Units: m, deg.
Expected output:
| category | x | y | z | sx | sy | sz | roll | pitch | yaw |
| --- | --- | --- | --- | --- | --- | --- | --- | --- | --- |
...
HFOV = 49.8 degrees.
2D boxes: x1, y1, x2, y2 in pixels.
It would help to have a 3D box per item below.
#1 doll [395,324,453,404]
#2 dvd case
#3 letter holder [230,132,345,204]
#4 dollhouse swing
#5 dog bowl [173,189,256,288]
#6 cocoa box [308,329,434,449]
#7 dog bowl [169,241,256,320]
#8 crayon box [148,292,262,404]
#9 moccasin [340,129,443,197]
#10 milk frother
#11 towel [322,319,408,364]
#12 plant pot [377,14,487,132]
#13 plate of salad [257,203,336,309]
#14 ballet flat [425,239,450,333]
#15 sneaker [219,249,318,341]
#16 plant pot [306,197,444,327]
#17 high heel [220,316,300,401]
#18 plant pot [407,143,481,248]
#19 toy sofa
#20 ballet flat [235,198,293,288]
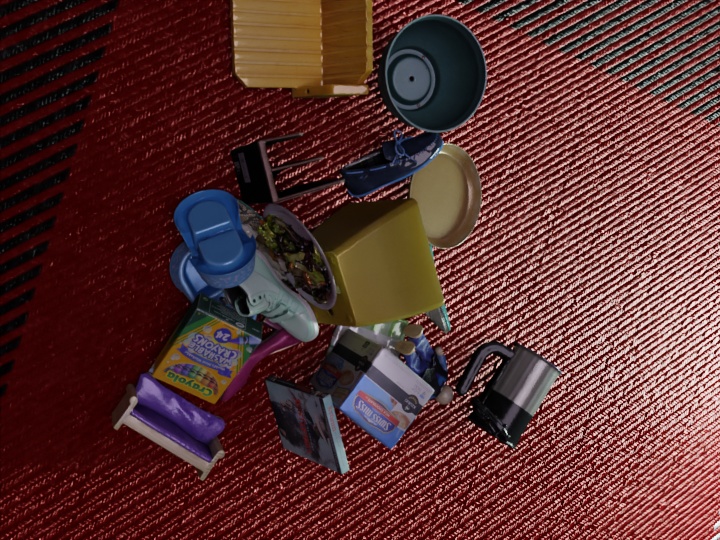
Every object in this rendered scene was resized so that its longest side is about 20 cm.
| category | x | y | z | sx | sy | sz | roll | pitch | yaw |
| --- | --- | --- | --- | --- | --- | --- | --- | --- | --- |
| doll | 0.131 | 0.201 | 1.536 | 0.201 | 0.048 | 0.137 | 56 | 51 | -38 |
| dvd case | -0.099 | 0.275 | 1.402 | 0.022 | 0.199 | 0.148 | -22 | 106 | -35 |
| letter holder | -0.123 | -0.179 | 1.322 | 0.141 | 0.200 | 0.102 | -17 | 100 | -20 |
| dollhouse swing | -0.102 | -0.403 | 1.325 | 0.175 | 0.181 | 0.202 | -7 | 102 | -40 |
| dog bowl | -0.240 | -0.051 | 1.297 | 0.111 | 0.201 | 0.050 | -20 | 141 | -13 |
| cocoa box | 0.015 | 0.210 | 1.405 | 0.133 | 0.200 | 0.132 | 41 | 82 | -18 |
| dog bowl | -0.255 | 0.036 | 1.379 | 0.111 | 0.050 | 0.201 | -33 | 108 | -13 |
| crayon box | -0.273 | 0.149 | 1.347 | 0.125 | 0.052 | 0.200 | 28 | 117 | -20 |
| moccasin | 0.056 | -0.204 | 1.422 | 0.199 | 0.081 | 0.068 | -30 | 123 | 6 |
| milk frother | 0.305 | 0.246 | 1.549 | 0.180 | 0.200 | 0.189 | 34 | 85 | -17 |
| towel | 0.005 | 0.174 | 1.515 | 0.148 | 0.031 | 0.202 | 19 | 91 | -23 |
| plant pot | 0.114 | -0.355 | 1.423 | 0.198 | 0.134 | 0.203 | -3 | 99 | -19 |
| plate of salad | -0.110 | -0.017 | 1.285 | 0.048 | 0.199 | 0.202 | -32 | 108 | -25 |
| ballet flat | 0.128 | 0.032 | 1.532 | 0.063 | 0.067 | 0.202 | -12 | 103 | 10 |
| sneaker | -0.160 | 0.070 | 1.334 | 0.073 | 0.118 | 0.201 | -30 | 107 | 33 |
| plant pot | 0.000 | 0.000 | 1.371 | 0.176 | 0.199 | 0.202 | -27 | 107 | -35 |
| high heel | -0.173 | 0.169 | 1.424 | 0.096 | 0.067 | 0.201 | 35 | 82 | -11 |
| plant pot | 0.159 | -0.144 | 1.501 | 0.199 | 0.027 | 0.202 | -6 | 99 | -40 |
| toy sofa | -0.333 | 0.274 | 1.375 | 0.199 | 0.083 | 0.098 | 38 | 85 | -21 |
| ballet flat | -0.177 | -0.041 | 1.389 | 0.200 | 0.068 | 0.076 | 44 | 47 | -22 |
